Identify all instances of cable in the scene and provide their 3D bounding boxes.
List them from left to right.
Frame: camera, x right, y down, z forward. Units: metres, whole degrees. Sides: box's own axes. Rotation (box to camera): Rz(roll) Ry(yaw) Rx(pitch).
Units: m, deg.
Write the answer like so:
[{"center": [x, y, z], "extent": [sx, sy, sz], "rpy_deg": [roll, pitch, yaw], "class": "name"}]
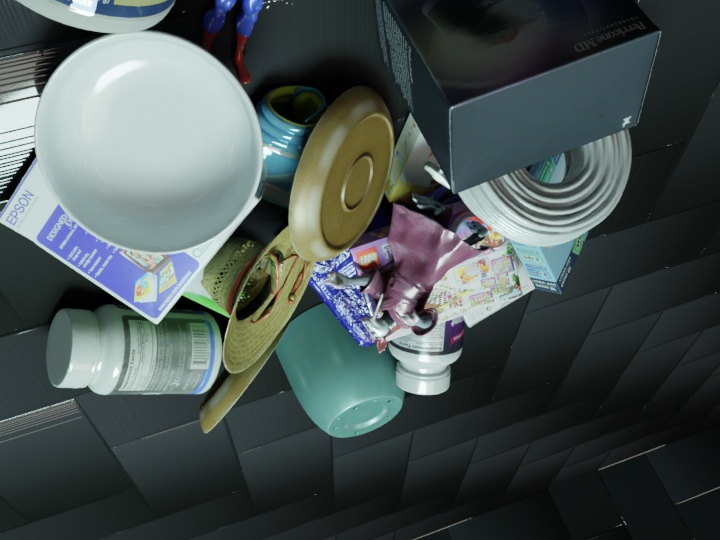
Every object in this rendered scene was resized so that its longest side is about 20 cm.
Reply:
[{"center": [0.193, -0.129, 0.812], "extent": [0.200, 0.200, 0.069], "rpy_deg": [-48, -177, -14], "class": "cable"}]

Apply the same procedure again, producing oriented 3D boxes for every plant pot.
[{"center": [-0.168, 0.137, 1.064], "extent": [0.027, 0.201, 0.200], "rpy_deg": [38, 123, -7], "class": "plant pot"}, {"center": [-0.018, 0.164, 1.197], "extent": [0.198, 0.162, 0.202], "rpy_deg": [-17, 147, -11], "class": "plant pot"}, {"center": [-0.012, -0.100, 0.830], "extent": [0.200, 0.027, 0.201], "rpy_deg": [-50, 153, -36], "class": "plant pot"}]

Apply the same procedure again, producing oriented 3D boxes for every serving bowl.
[{"center": [-0.187, -0.120, 0.690], "extent": [0.197, 0.066, 0.203], "rpy_deg": [-2, 115, -4], "class": "serving bowl"}]

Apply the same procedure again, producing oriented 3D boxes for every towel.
[{"center": [0.000, 0.000, 0.985], "extent": [0.147, 0.050, 0.200], "rpy_deg": [-33, 113, 16], "class": "towel"}]

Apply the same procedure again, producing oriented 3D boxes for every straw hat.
[{"center": [-0.129, 0.008, 0.844], "extent": [0.202, 0.084, 0.202], "rpy_deg": [-57, 166, -23], "class": "straw hat"}]

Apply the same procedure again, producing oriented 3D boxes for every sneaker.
[{"center": [-0.049, -0.129, 0.829], "extent": [0.199, 0.080, 0.130], "rpy_deg": [12, 135, -45], "class": "sneaker"}]

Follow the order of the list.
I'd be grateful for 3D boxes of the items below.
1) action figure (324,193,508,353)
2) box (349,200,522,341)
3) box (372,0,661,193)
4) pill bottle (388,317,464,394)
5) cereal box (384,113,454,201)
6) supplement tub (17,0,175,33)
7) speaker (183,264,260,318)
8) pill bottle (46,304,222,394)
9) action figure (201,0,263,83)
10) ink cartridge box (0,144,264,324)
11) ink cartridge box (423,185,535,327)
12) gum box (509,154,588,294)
[{"center": [0.059, 0.007, 0.897], "extent": [0.148, 0.134, 0.201], "rpy_deg": [-11, 135, -49], "class": "action figure"}, {"center": [0.095, -0.004, 0.954], "extent": [0.198, 0.039, 0.138], "rpy_deg": [-18, 113, -2], "class": "box"}, {"center": [0.138, -0.211, 0.716], "extent": [0.198, 0.200, 0.124], "rpy_deg": [-21, 148, -5], "class": "box"}, {"center": [0.097, 0.072, 1.098], "extent": [0.110, 0.111, 0.203], "rpy_deg": [-5, 108, -26], "class": "pill bottle"}, {"center": [0.120, -0.168, 0.915], "extent": [0.142, 0.040, 0.201], "rpy_deg": [-7, 144, -27], "class": "cereal box"}, {"center": [-0.161, -0.274, 0.482], "extent": [0.143, 0.145, 0.200], "rpy_deg": [3, 140, -35], "class": "supplement tub"}, {"center": [-0.177, 0.008, 0.938], "extent": [0.088, 0.089, 0.200], "rpy_deg": [-33, 147, 15], "class": "speaker"}, {"center": [-0.291, 0.103, 0.977], "extent": [0.198, 0.115, 0.114], "rpy_deg": [8, 137, -39], "class": "pill bottle"}, {"center": [-0.092, -0.233, 0.638], "extent": [0.065, 0.100, 0.201], "rpy_deg": [-5, 141, -27], "class": "action figure"}, {"center": [-0.236, -0.070, 0.777], "extent": [0.199, 0.044, 0.198], "rpy_deg": [36, 113, -19], "class": "ink cartridge box"}, {"center": [0.149, -0.036, 0.993], "extent": [0.118, 0.042, 0.201], "rpy_deg": [-30, 116, 2], "class": "ink cartridge box"}, {"center": [0.240, -0.097, 0.947], "extent": [0.200, 0.044, 0.171], "rpy_deg": [49, 62, -45], "class": "gum box"}]
